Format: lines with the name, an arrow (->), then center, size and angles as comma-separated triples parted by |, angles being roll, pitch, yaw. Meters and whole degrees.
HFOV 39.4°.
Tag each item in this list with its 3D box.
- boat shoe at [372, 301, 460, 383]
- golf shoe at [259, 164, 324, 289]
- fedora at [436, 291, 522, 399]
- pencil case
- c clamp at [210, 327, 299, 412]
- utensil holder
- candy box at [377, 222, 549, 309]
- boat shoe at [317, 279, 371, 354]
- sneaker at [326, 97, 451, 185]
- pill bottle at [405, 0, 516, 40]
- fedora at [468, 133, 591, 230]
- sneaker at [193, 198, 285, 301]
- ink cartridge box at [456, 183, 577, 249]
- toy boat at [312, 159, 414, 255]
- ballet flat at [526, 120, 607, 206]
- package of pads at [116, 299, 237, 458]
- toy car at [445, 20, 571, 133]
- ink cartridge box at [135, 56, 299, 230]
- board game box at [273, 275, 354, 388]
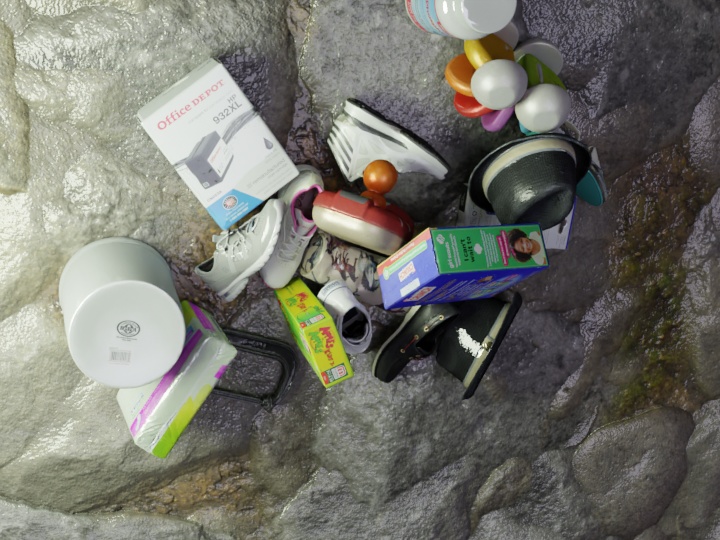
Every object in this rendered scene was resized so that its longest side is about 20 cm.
boat shoe -> 0.086, 0.117, 1.629 | 0.074, 0.063, 0.201 | -12, 144, -53
golf shoe -> -0.105, -0.060, 1.531 | 0.075, 0.092, 0.200 | 12, 104, -22
fedora -> 0.187, 0.110, 1.665 | 0.092, 0.201, 0.201 | 29, 98, 10
pencil case -> 0.000, 0.000, 1.590 | 0.200, 0.078, 0.090 | 22, 94, -23
c clamp -> -0.201, 0.178, 1.613 | 0.200, 0.027, 0.171 | 10, 98, -19
utensil holder -> -0.339, 0.057, 1.431 | 0.170, 0.200, 0.170 | -5, 108, -17
candy box -> 0.150, -0.007, 1.503 | 0.200, 0.169, 0.077 | -6, 75, -29
boat shoe -> -0.016, 0.091, 1.572 | 0.074, 0.065, 0.200 | -38, 149, -5
sneaker -> 0.036, -0.171, 1.561 | 0.200, 0.076, 0.115 | 29, 105, -16
pill bottle -> 0.145, -0.389, 1.447 | 0.109, 0.200, 0.109 | -5, 108, -16
fedora -> 0.263, -0.118, 1.533 | 0.200, 0.092, 0.201 | -5, 148, -3
sneaker -> -0.179, -0.035, 1.492 | 0.082, 0.075, 0.200 | 30, 122, -16
ink cartridge box -> 0.258, -0.089, 1.670 | 0.200, 0.037, 0.095 | 4, 105, -17
toy boat -> 0.018, -0.101, 1.491 | 0.130, 0.200, 0.131 | 20, 90, 16
ballet flat -> 0.353, -0.192, 1.654 | 0.072, 0.072, 0.200 | -47, 115, 1
package of pads -> -0.280, 0.157, 1.507 | 0.068, 0.154, 0.200 | 33, 94, -31
toy car -> 0.221, -0.281, 1.546 | 0.200, 0.175, 0.150 | 22, 133, -23
ink cartridge box -> -0.207, -0.184, 1.461 | 0.145, 0.084, 0.200 | -37, 114, -4
board game box -> -0.074, 0.089, 1.527 | 0.048, 0.200, 0.102 | -24, 113, -10
